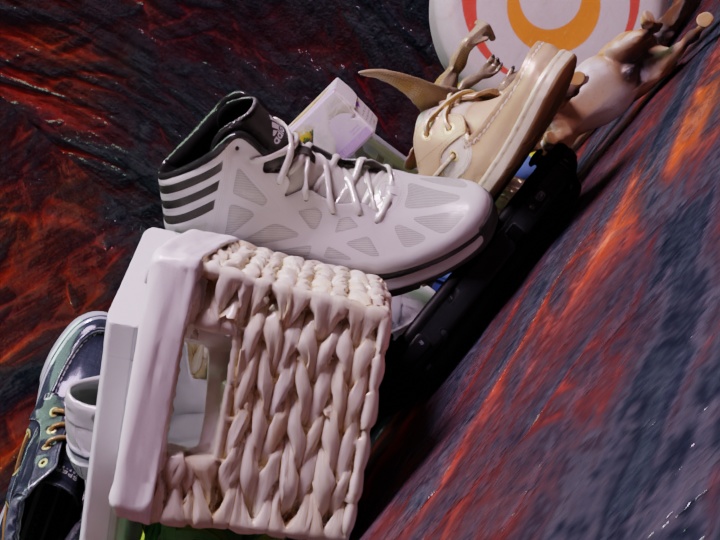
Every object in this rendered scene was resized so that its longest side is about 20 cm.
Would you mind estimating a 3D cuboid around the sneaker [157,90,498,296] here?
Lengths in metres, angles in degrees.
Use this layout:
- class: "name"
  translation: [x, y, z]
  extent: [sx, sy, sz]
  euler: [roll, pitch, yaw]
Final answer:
- class: "sneaker"
  translation: [-0.025, -0.047, 1.033]
  extent: [0.198, 0.116, 0.076]
  euler: [-6, 44, 11]

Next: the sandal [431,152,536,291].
- class: "sandal"
  translation: [0.071, -0.025, 1.336]
  extent: [0.200, 0.079, 0.088]
  euler: [-37, 46, 41]

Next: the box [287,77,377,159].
- class: "box"
  translation: [-0.071, -0.039, 1.145]
  extent: [0.200, 0.039, 0.041]
  euler: [-43, 9, 15]

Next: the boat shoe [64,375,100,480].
- class: "boat shoe"
  translation: [-0.091, 0.090, 1.138]
  extent: [0.198, 0.067, 0.074]
  euler: [-10, 37, -6]

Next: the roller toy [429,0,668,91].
- class: "roller toy"
  translation: [0.145, -0.206, 1.409]
  extent: [0.180, 0.202, 0.140]
  euler: [-13, 3, 0]

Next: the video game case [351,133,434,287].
- class: "video game case"
  translation: [-0.008, -0.011, 1.441]
  extent: [0.182, 0.023, 0.200]
  euler: [-48, -42, 9]

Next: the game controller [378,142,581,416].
- class: "game controller"
  translation: [0.066, 0.006, 1.096]
  extent: [0.200, 0.042, 0.104]
  euler: [-49, 2, -27]

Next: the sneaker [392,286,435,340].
- class: "sneaker"
  translation: [0.000, 0.000, 1.187]
  extent: [0.073, 0.117, 0.200]
  euler: [-22, -1, 16]

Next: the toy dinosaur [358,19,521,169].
- class: "toy dinosaur"
  translation: [0.061, -0.106, 1.157]
  extent: [0.101, 0.058, 0.200]
  euler: [-45, -16, -3]

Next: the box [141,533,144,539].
- class: "box"
  translation: [-0.162, 0.227, 1.165]
  extent: [0.200, 0.047, 0.122]
  euler: [-47, 30, 22]

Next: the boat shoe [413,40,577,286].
- class: "boat shoe"
  translation: [0.061, -0.072, 1.101]
  extent: [0.074, 0.069, 0.201]
  euler: [-47, -7, -48]

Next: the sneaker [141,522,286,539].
- class: "sneaker"
  translation: [-0.100, 0.168, 1.028]
  extent: [0.074, 0.083, 0.200]
  euler: [-47, 3, 19]

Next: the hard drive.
- class: "hard drive"
  translation: [-0.134, 0.093, 1.024]
  extent: [0.132, 0.026, 0.202]
  euler: [-82, 3, -67]

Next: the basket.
- class: "basket"
  translation: [-0.051, 0.057, 0.944]
  extent: [0.200, 0.122, 0.137]
  euler: [-94, 15, -85]

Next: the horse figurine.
- class: "horse figurine"
  translation: [0.161, -0.127, 1.187]
  extent: [0.200, 0.050, 0.133]
  euler: [-40, -2, -8]

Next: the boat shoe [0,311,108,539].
- class: "boat shoe"
  translation: [-0.202, 0.124, 1.260]
  extent: [0.091, 0.070, 0.202]
  euler: [162, 126, -73]

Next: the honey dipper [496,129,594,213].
- class: "honey dipper"
  translation: [0.145, -0.085, 1.253]
  extent: [0.200, 0.038, 0.038]
  euler: [-46, 1, -28]
